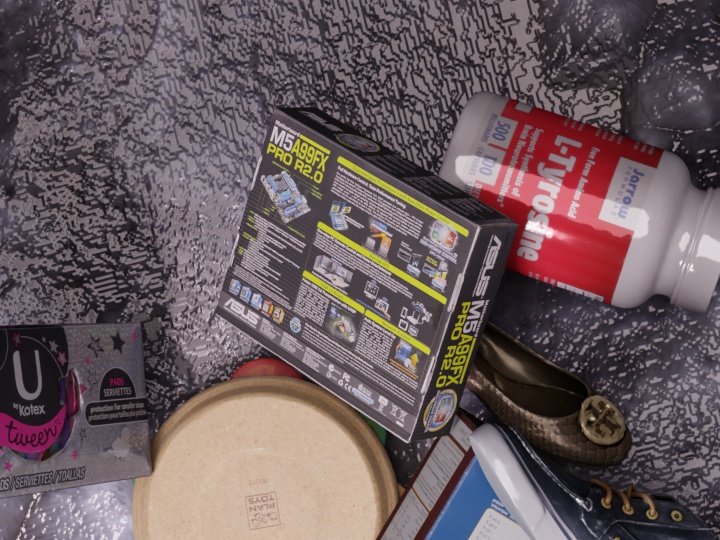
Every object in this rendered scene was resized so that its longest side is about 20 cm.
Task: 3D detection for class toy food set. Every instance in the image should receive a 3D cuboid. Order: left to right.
[{"bbox_3d":[-0.064,0.167,1.564,0.199,0.049,0.198,-26,85,6],"label":"toy food set"}]

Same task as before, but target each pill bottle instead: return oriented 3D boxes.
[{"bbox_3d":[0.154,-0.042,1.511,0.199,0.112,0.113,19,90,8],"label":"pill bottle"}]

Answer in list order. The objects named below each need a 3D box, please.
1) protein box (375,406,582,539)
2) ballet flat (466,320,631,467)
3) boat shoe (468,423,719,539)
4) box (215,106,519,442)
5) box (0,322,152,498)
[{"bbox_3d":[0.104,0.233,1.474,0.198,0.135,0.200,31,92,-8],"label":"protein box"},{"bbox_3d":[0.104,0.068,1.536,0.200,0.067,0.046,34,131,11],"label":"ballet flat"},{"bbox_3d":[0.154,0.155,1.374,0.091,0.071,0.200,-38,104,-3],"label":"boat shoe"},{"bbox_3d":[0.000,0.000,1.497,0.200,0.044,0.161,31,113,36],"label":"box"},{"bbox_3d":[-0.250,0.094,1.497,0.132,0.200,0.115,-6,88,30],"label":"box"}]
